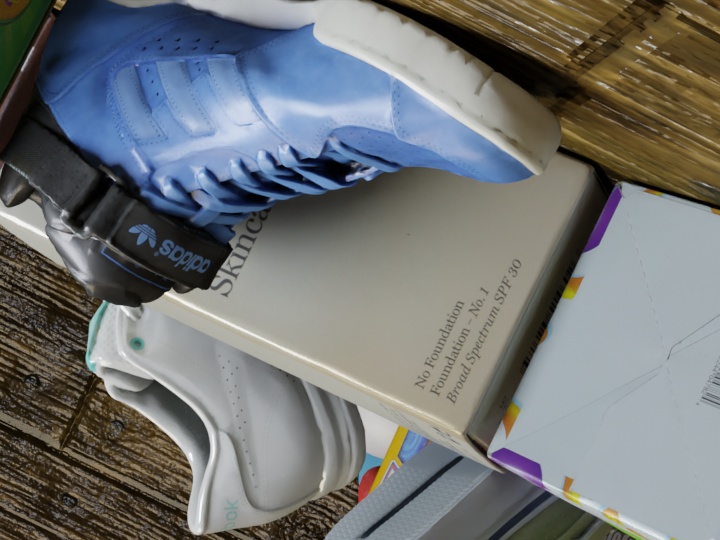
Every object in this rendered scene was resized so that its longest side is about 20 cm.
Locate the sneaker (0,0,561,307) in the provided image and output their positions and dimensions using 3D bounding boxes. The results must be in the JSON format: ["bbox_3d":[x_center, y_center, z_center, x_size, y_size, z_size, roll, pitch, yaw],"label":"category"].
[{"bbox_3d":[-0.035,-0.030,0.686,0.199,0.112,0.077,22,173,37],"label":"sneaker"}]

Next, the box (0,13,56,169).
[{"bbox_3d":[-0.157,-0.075,1.065,0.100,0.075,0.200,24,173,23],"label":"box"}]

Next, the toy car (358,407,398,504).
[{"bbox_3d":[0.053,0.067,1.235,0.200,0.176,0.184,58,176,-22],"label":"toy car"}]

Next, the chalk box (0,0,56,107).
[{"bbox_3d":[-0.181,-0.095,0.698,0.123,0.125,0.200,23,175,32],"label":"chalk box"}]

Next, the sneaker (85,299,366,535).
[{"bbox_3d":[-0.076,0.006,0.859,0.201,0.088,0.075,62,150,8],"label":"sneaker"}]

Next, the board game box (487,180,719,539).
[{"bbox_3d":[0.155,0.065,0.755,0.103,0.105,0.200,21,172,46],"label":"board game box"}]

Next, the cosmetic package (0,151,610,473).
[{"bbox_3d":[-0.020,-0.019,0.783,0.199,0.104,0.073,23,172,20],"label":"cosmetic package"}]

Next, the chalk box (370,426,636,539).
[{"bbox_3d":[0.084,0.116,0.982,0.124,0.201,0.124,29,174,-28],"label":"chalk box"}]

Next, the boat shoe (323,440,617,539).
[{"bbox_3d":[0.069,0.077,0.822,0.072,0.200,0.062,13,132,57],"label":"boat shoe"}]
